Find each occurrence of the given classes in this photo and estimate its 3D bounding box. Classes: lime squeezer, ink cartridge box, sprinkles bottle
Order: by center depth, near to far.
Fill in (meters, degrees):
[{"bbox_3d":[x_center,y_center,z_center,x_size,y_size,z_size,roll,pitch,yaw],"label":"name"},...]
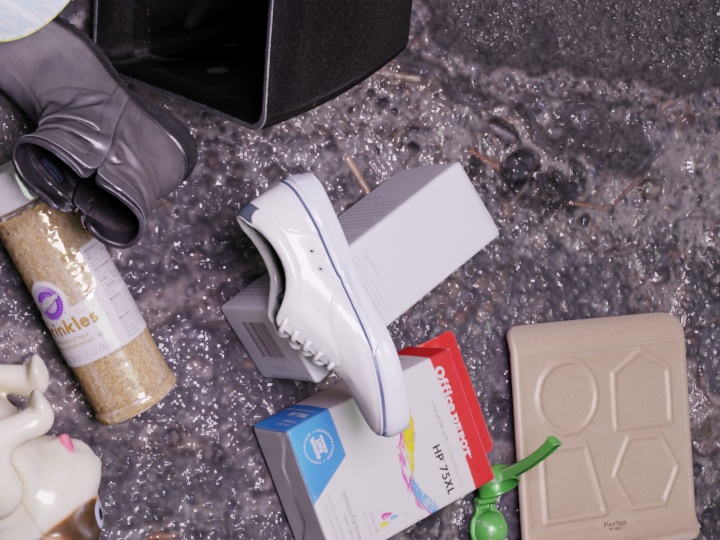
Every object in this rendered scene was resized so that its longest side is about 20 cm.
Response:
[{"bbox_3d":[-0.207,0.011,1.202,0.068,0.068,0.202,-32,104,-24],"label":"sprinkles bottle"},{"bbox_3d":[0.028,0.137,1.322,0.199,0.067,0.117,-25,100,-26],"label":"ink cartridge box"},{"bbox_3d":[0.122,0.208,1.374,0.037,0.070,0.202,-14,126,-46],"label":"lime squeezer"}]

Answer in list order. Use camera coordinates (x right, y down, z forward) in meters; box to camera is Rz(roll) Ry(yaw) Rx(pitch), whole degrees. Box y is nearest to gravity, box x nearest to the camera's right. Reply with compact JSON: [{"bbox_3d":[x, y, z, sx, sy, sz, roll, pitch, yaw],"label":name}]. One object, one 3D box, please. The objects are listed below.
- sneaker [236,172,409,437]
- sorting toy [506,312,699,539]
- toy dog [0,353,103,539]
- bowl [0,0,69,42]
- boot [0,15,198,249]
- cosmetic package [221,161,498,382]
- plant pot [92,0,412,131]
[{"bbox_3d":[-0.029,0.033,1.188,0.070,0.073,0.202,-25,91,-16],"label":"sneaker"},{"bbox_3d":[0.209,0.143,1.439,0.183,0.036,0.203,-4,86,-28],"label":"sorting toy"},{"bbox_3d":[-0.268,0.148,1.131,0.198,0.139,0.196,22,92,-25],"label":"toy dog"},{"bbox_3d":[-0.273,-0.265,1.122,0.200,0.107,0.202,-40,138,-49],"label":"bowl"},{"bbox_3d":[-0.211,-0.107,1.144,0.199,0.070,0.132,32,29,1],"label":"boot"},{"bbox_3d":[0.000,0.000,1.292,0.199,0.101,0.072,-38,106,-22],"label":"cosmetic package"},{"bbox_3d":[-0.063,-0.231,1.199,0.176,0.199,0.202,-14,117,-42],"label":"plant pot"}]
